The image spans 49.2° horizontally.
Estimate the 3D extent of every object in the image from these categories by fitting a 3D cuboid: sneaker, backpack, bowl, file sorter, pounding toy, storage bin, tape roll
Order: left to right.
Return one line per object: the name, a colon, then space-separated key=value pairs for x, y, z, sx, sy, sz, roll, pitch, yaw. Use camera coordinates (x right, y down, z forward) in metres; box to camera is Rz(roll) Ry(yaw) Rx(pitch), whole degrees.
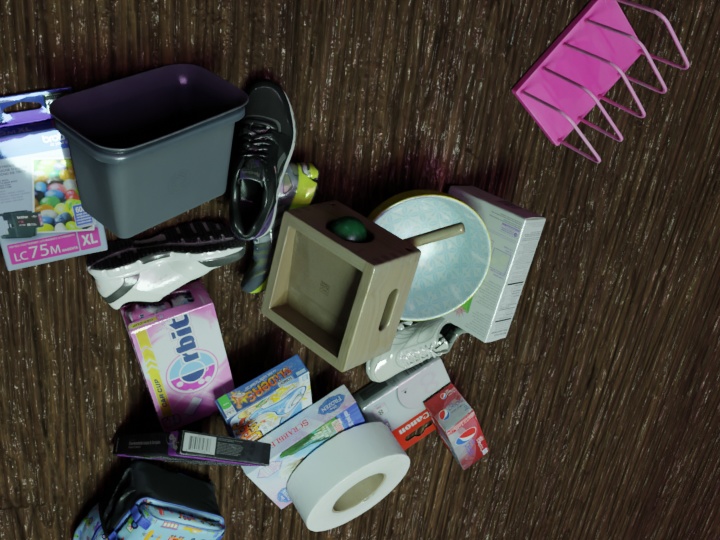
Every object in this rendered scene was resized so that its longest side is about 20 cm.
backpack: x=-0.326 y=0.405 z=1.188 sx=0.182 sy=0.135 sz=0.200 roll=33 pitch=102 yaw=-38
storage bin: x=-0.241 y=-0.136 z=0.896 sx=0.200 sy=0.145 sz=0.135 roll=-32 pitch=145 yaw=-41
sneaker: x=-0.247 y=-0.007 z=1.023 sx=0.199 sy=0.074 sz=0.080 roll=-12 pitch=128 yaw=-13
sneaker: x=-0.121 y=-0.135 z=0.962 sx=0.076 sy=0.088 sz=0.201 roll=6 pitch=96 yaw=-3
sneaker: x=-0.128 y=-0.063 z=1.060 sx=0.081 sy=0.074 sz=0.200 roll=16 pitch=106 yaw=-23
tape roll: x=-0.019 y=0.340 z=1.296 sx=0.202 sy=0.071 sz=0.203 roll=-27 pitch=148 yaw=-19
pounding toy: x=0.000 y=0.000 z=1.022 sx=0.142 sy=0.184 sz=0.200 roll=-18 pitch=132 yaw=-49
bowl: x=0.080 y=-0.037 z=1.149 sx=0.200 sy=0.108 sz=0.201 roll=-5 pitch=117 yaw=-9
sneaker: x=0.095 y=0.118 z=1.285 sx=0.200 sy=0.081 sz=0.075 roll=-38 pitch=132 yaw=-2
file sorter: x=0.358 y=-0.280 z=1.157 sx=0.200 sy=0.125 sz=0.139 roll=-48 pitch=130 yaw=5

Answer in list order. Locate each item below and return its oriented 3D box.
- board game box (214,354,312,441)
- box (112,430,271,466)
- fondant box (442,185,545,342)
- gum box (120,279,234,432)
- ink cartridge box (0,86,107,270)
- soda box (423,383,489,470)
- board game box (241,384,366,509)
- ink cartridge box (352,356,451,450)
board game box: x=-0.139 y=0.211 z=1.181 sx=0.135 sy=0.034 sz=0.200 roll=-29 pitch=154 yaw=-16
box: x=-0.242 y=0.253 z=1.115 sx=0.143 sy=0.200 sz=0.036 roll=19 pitch=66 yaw=-39
fondant box: x=0.179 y=-0.013 z=1.196 sx=0.058 sy=0.144 sz=0.200 roll=-6 pitch=118 yaw=-46
gum box: x=-0.249 y=0.117 z=1.093 sx=0.113 sy=0.066 sz=0.200 roll=-20 pitch=127 yaw=-19
ink cartridge box: x=-0.370 y=-0.103 z=0.908 sx=0.119 sy=0.042 sz=0.200 roll=-14 pitch=123 yaw=-22
soda box: x=0.175 y=0.283 z=1.412 sx=0.063 sy=0.070 sz=0.200 roll=-35 pitch=144 yaw=-7
board game box: x=-0.080 y=0.291 z=1.278 sx=0.199 sy=0.041 sz=0.200 roll=-33 pitch=148 yaw=-8
ink cartridge box: x=0.091 y=0.248 z=1.385 sx=0.162 sy=0.057 sz=0.200 roll=-32 pitch=125 yaw=-9
